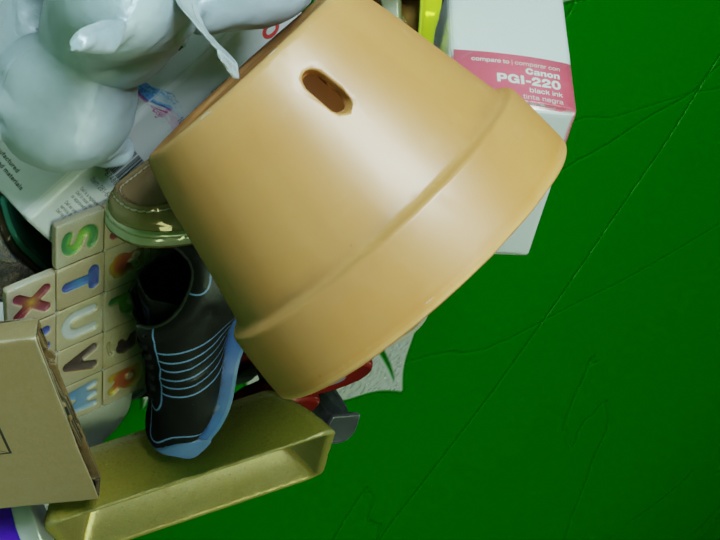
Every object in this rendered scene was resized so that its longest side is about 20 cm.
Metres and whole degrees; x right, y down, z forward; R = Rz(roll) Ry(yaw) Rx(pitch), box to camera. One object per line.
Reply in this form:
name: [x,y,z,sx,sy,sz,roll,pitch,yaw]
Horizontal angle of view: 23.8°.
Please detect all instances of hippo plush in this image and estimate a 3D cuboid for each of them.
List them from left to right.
hippo plush: [-0.121,-0.123,0.906,0.159,0.200,0.161,4,138,-31]

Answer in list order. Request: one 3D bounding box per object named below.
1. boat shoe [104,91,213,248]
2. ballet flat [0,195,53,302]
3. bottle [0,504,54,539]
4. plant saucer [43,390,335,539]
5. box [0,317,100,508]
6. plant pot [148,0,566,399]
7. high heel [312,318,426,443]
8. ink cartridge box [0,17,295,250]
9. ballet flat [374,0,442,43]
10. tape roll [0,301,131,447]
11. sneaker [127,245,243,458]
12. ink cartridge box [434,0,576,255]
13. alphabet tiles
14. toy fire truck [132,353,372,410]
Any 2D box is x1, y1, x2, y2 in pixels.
boat shoe: [-0.063,-0.078,0.990,0.200,0.074,0.067,-29,138,-32]
ballet flat: [-0.217,0.008,1.101,0.067,0.068,0.200,-25,150,5]
bottle: [-0.310,0.201,1.162,0.200,0.065,0.084,-20,153,0]
plant saucer: [-0.123,0.140,1.208,0.200,0.049,0.200,-17,167,-9]
box: [-0.271,0.097,1.030,0.199,0.021,0.164,-7,138,3]
plant pot: [-0.014,-0.052,0.884,0.200,0.140,0.200,-41,-171,8]
high heel: [-0.016,0.015,1.328,0.071,0.143,0.200,8,120,-38]
ink cartridge box: [-0.122,-0.096,1.043,0.200,0.084,0.145,-42,155,-4]
ballet flat: [0.017,-0.161,1.075,0.067,0.067,0.201,-43,135,-69]
tape roll: [-0.249,0.088,1.112,0.202,0.037,0.203,-16,150,-9]
sneaker: [-0.111,0.038,1.054,0.078,0.070,0.200,6,129,-25]
ink cartridge box: [0.084,-0.132,1.156,0.085,0.200,0.146,4,140,-8]
alphabet tiles: [-0.132,0.013,1.060,0.200,0.006,0.167,-25,140,-32]
toy fire truck: [-0.098,0.048,1.236,0.168,0.112,0.200,-7,162,-33]
